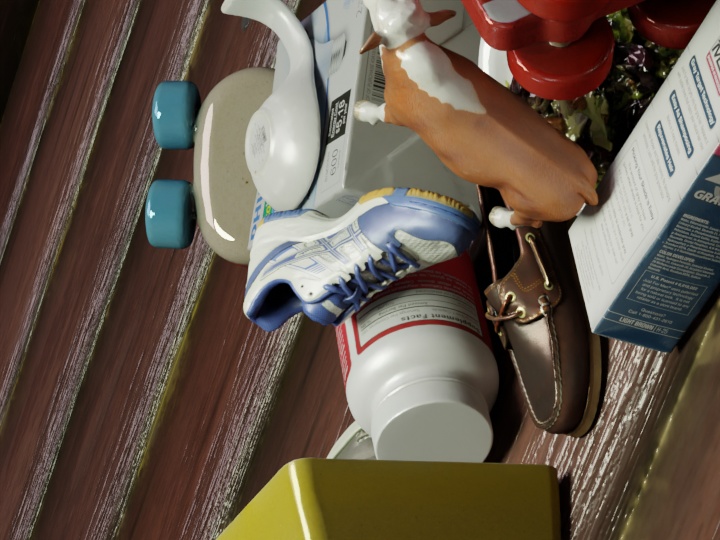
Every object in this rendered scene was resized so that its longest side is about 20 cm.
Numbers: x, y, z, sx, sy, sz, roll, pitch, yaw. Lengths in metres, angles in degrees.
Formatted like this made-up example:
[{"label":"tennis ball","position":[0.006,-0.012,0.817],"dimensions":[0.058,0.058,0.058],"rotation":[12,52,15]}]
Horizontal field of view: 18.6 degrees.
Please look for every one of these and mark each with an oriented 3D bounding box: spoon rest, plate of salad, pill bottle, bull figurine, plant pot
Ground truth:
[{"label":"spoon rest","position":[-0.063,-0.139,1.752],"dimensions":[0.099,0.060,0.200],"rotation":[-50,45,50]},{"label":"plate of salad","position":[0.151,-0.134,1.432],"dimensions":[0.200,0.048,0.201],"rotation":[3,94,39]},{"label":"pill bottle","position":[0.040,0.057,1.609],"dimensions":[0.200,0.112,0.112],"rotation":[-100,32,-48]},{"label":"bull figurine","position":[0.062,-0.098,1.384],"dimensions":[0.065,0.200,0.121],"rotation":[-50,9,-13]},{"label":"plant pot","position":[0.018,0.247,1.448],"dimensions":[0.200,0.200,0.177],"rotation":[-50,43,49]}]

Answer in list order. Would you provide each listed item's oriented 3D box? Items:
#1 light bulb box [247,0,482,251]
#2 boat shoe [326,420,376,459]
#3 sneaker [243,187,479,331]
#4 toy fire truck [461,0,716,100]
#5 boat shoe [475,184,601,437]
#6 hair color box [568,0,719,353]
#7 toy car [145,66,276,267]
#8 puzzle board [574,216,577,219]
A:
[{"label":"light bulb box","position":[0.011,-0.115,1.780],"dimensions":[0.200,0.125,0.199],"rotation":[150,131,-61]},{"label":"boat shoe","position":[-0.018,0.198,1.723],"dimensions":[0.202,0.072,0.060],"rotation":[-57,22,32]},{"label":"sneaker","position":[0.000,0.000,1.559],"dimensions":[0.200,0.075,0.088],"rotation":[-13,52,42]},{"label":"toy fire truck","position":[0.139,-0.214,1.334],"dimensions":[0.112,0.200,0.168],"rotation":[82,163,-62]},{"label":"boat shoe","position":[0.114,0.016,1.485],"dimensions":[0.070,0.070,0.200],"rotation":[-44,45,50]},{"label":"hair color box","position":[0.203,-0.056,1.333],"dimensions":[0.100,0.060,0.200],"rotation":[-98,29,-48]},{"label":"toy car","position":[-0.082,-0.079,1.994],"dimensions":[0.200,0.184,0.177],"rotation":[53,-141,-78]},{"label":"puzzle board","position":[0.159,-0.102,1.545],"dimensions":[0.200,0.017,0.151],"rotation":[169,112,-68]}]
